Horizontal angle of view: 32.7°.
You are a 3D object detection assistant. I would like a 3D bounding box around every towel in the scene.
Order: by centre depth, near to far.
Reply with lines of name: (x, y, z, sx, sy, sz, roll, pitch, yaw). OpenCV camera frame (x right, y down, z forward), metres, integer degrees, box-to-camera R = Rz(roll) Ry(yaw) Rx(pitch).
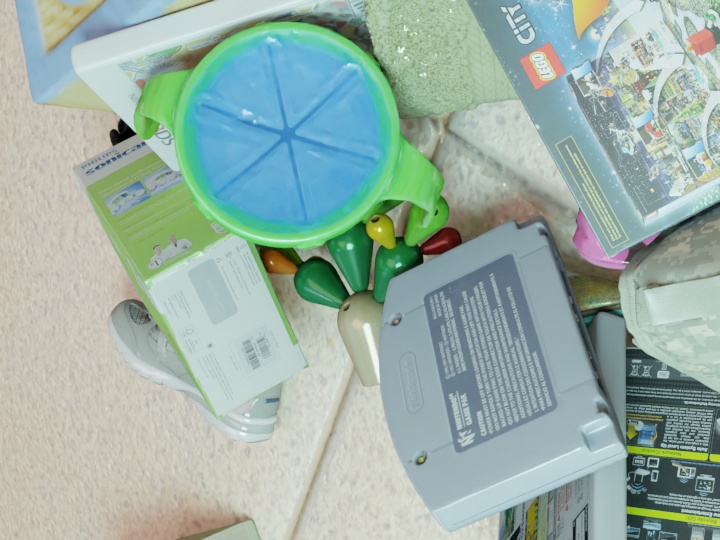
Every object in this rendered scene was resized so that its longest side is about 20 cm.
towel: (0.069, -0.167, 0.713, 0.200, 0.148, 0.037, 76, -170, -51)

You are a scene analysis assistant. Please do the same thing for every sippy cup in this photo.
sippy cup: (-0.045, -0.073, 0.785, 0.178, 0.140, 0.130, 53, 174, 5)

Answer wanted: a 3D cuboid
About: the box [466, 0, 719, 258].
box: (0.137, -0.126, 0.613, 0.136, 0.038, 0.200, -29, 86, 17)

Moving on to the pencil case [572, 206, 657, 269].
pencil case: (0.186, -0.099, 0.730, 0.091, 0.093, 0.200, -103, 19, -68)

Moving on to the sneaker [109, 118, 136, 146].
sneaker: (-0.182, -0.094, 1.066, 0.077, 0.084, 0.201, 17, 111, 40)

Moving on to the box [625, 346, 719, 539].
box: (0.234, 0.129, 0.703, 0.200, 0.044, 0.161, 0, 69, 38)

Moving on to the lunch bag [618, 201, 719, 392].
lunch bag: (0.244, -0.002, 0.616, 0.164, 0.200, 0.118, -14, 91, 43)

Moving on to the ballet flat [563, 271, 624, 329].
ballet flat: (0.108, 0.034, 0.848, 0.200, 0.071, 0.071, -32, 78, 42)

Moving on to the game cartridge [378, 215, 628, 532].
game cartridge: (0.077, 0.060, 0.756, 0.133, 0.041, 0.200, -23, 40, 13)

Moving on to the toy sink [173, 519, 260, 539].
toy sink: (-0.144, 0.347, 1.117, 0.130, 0.112, 0.200, -23, 84, 44)

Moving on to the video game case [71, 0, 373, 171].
video game case: (-0.066, -0.132, 0.831, 0.200, 0.182, 0.023, -16, 72, 7)

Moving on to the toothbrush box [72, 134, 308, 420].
toothbrush box: (-0.136, -0.004, 0.965, 0.200, 0.086, 0.146, 44, 160, 51)

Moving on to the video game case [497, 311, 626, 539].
video game case: (0.122, 0.156, 0.769, 0.022, 0.200, 0.182, 15, 139, -6)

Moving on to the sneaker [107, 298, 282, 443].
sneaker: (-0.140, 0.070, 1.089, 0.200, 0.075, 0.082, 30, 105, 26)

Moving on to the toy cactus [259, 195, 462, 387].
toy cactus: (0.000, 0.000, 0.902, 0.200, 0.102, 0.165, -12, 92, 37)

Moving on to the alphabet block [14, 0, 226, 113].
alphabet block: (-0.114, -0.230, 0.871, 0.196, 0.200, 0.196, -25, 72, 41)
